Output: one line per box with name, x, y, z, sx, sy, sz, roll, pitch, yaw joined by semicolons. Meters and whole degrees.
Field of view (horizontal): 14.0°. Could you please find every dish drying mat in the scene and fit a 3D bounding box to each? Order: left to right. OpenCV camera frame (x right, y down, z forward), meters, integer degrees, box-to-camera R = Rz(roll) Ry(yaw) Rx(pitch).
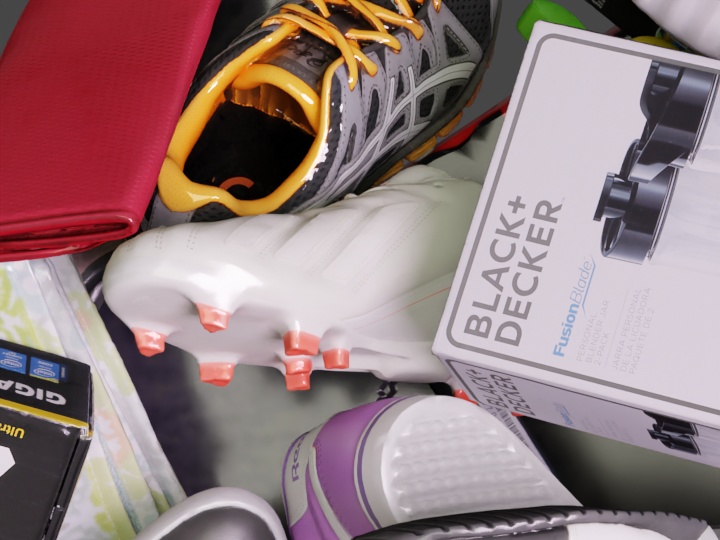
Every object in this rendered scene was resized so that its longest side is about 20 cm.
dish drying mat;-0.089;-0.066;0.993;0.077;0.200;0.018;-6;125;14

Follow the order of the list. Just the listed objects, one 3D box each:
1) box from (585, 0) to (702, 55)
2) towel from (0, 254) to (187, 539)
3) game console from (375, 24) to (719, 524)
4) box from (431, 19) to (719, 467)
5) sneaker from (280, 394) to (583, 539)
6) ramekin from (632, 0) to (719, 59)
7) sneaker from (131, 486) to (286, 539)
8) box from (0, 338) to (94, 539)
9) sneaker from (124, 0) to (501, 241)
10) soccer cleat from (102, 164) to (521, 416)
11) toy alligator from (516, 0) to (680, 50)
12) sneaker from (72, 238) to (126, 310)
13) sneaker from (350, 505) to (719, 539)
box;0.124;-0.125;1.018;0.200;0.035;0.110;40;60;8
towel;-0.165;0.080;1.011;0.200;0.048;0.172;-19;116;6
game console;0.113;0.016;1.040;0.177;0.031;0.200;-34;82;9
box;0.134;0.005;0.906;0.200;0.060;0.117;15;79;19
sneaker;0.052;0.123;1.014;0.073;0.114;0.201;-44;103;-28
ramekin;0.158;-0.153;0.960;0.200;0.105;0.201;6;61;-11
sneaker;-0.073;0.168;0.937;0.071;0.099;0.200;29;94;-15
box;-0.203;0.080;0.957;0.199;0.049;0.160;17;113;-12
sneaker;-0.011;-0.066;1.014;0.078;0.077;0.200;28;67;13
soccer cleat;0.000;0.000;0.970;0.200;0.069;0.078;10;72;-37
toy alligator;0.114;-0.011;0.985;0.200;0.059;0.054;47;48;9
sneaker;-0.145;0.030;1.042;0.200;0.077;0.082;-34;89;3
sneaker;0.085;0.120;0.925;0.200;0.074;0.089;9;80;-30
